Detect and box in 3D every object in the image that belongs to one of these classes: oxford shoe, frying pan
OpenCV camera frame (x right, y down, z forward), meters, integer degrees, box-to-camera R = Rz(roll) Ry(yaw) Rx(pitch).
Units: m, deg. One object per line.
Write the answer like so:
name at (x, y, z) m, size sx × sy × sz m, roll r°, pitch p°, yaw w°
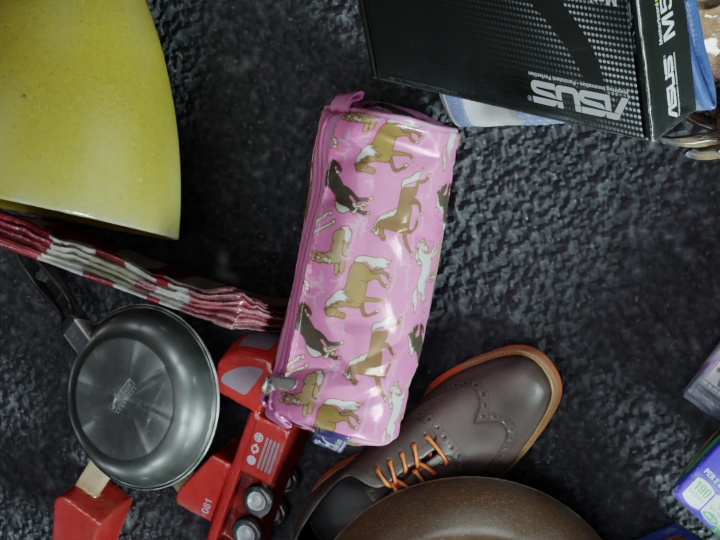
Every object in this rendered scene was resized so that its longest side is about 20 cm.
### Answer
oxford shoe at (0.039, 0.119, 1.136) m, size 0.200 × 0.073 × 0.071 m, roll -41°, pitch 88°, yaw 25°
frying pan at (-0.153, 0.045, 1.182) m, size 0.114 × 0.031 × 0.192 m, roll -28°, pitch 78°, yaw 26°

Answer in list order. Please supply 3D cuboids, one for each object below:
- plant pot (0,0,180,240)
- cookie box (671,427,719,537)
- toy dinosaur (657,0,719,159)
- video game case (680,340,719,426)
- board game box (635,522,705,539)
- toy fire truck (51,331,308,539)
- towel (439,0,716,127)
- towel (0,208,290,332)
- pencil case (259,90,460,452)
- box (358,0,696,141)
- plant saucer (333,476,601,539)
plant pot at (-0.191, -0.107, 1.109) m, size 0.198 × 0.200 × 0.144 m, roll 11°, pitch 89°, yaw 17°
cookie box at (0.298, 0.098, 1.013) m, size 0.171 × 0.075 × 0.200 m, roll 42°, pitch 114°, yaw 6°
toy dinosaur at (0.171, -0.127, 1.016) m, size 0.198 × 0.086 × 0.137 m, roll 23°, pitch 119°, yaw 19°
video game case at (0.292, 0.037, 1.049) m, size 0.142 × 0.019 × 0.201 m, roll 37°, pitch 115°, yaw 7°
board game box at (0.215, 0.256, 1.074) m, size 0.044 × 0.134 × 0.202 m, roll -21°, pitch 98°, yaw -8°
toy fire truck at (-0.110, 0.118, 1.204) m, size 0.140 × 0.049 × 0.202 m, roll 25°, pitch 111°, yaw 14°
towel at (0.097, -0.149, 1.013) m, size 0.199 × 0.024 × 0.148 m, roll 2°, pitch 113°, yaw 51°
towel at (-0.137, -0.004, 1.132) m, size 0.198 × 0.144 × 0.023 m, roll 19°, pitch 92°, yaw 15°
pencil case at (0.000, 0.000, 1.094) m, size 0.082 × 0.086 × 0.202 m, roll 14°, pitch 96°, yaw 22°
box at (0.072, -0.176, 0.962) m, size 0.199 × 0.047 × 0.195 m, roll 19°, pitch 129°, yaw 41°
plant saucer at (0.063, 0.221, 1.123) m, size 0.198 × 0.035 × 0.203 m, roll 0°, pitch 108°, yaw 0°
